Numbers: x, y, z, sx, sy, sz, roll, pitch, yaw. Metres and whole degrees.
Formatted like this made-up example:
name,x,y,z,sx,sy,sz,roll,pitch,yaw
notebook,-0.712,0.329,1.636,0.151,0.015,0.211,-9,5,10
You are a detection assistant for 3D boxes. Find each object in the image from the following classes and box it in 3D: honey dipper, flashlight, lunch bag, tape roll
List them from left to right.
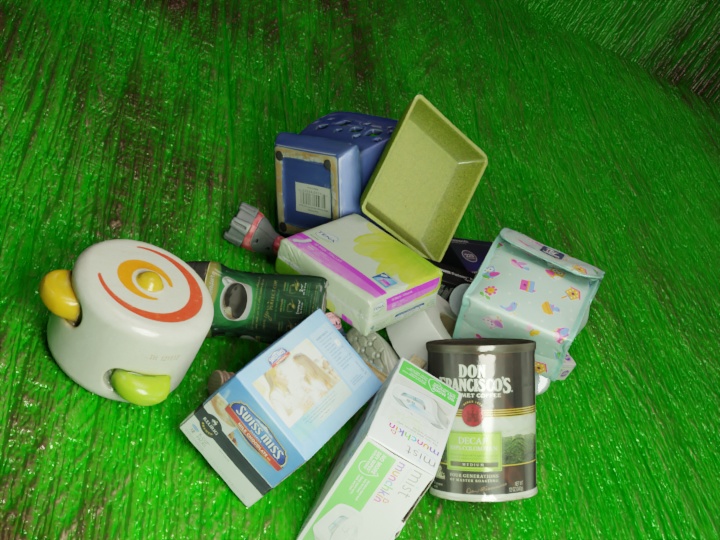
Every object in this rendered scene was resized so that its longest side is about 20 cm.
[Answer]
name,x,y,z,sx,sy,sz,roll,pitch,yaw
honey dipper,-0.107,0.162,1.546,0.199,0.038,0.038,11,37,-35
flashlight,-0.110,-0.031,1.788,0.199,0.068,0.068,28,30,-6
tape roll,0.128,0.123,1.720,0.202,0.071,0.203,43,15,-15
lunch bag,0.248,0.032,1.666,0.170,0.122,0.200,24,51,13

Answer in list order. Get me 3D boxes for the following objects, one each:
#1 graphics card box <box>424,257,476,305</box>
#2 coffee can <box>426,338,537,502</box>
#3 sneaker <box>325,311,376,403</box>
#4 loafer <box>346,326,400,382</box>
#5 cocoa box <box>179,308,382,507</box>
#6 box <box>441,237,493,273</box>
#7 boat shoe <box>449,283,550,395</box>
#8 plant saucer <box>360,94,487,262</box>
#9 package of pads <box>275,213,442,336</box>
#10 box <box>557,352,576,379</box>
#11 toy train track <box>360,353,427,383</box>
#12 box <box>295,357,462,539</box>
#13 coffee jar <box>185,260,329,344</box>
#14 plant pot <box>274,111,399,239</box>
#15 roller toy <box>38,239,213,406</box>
name,x,y,z,sx,sy,sz,roll,pitch,yaw
graphics card box,0.126,0.053,1.828,0.199,0.126,0.051,17,35,-24
coffee can,0.162,0.194,1.544,0.146,0.201,0.146,-1,0,0
sneaker,-0.040,0.106,1.604,0.200,0.082,0.070,36,23,34
loafer,0.044,0.159,1.670,0.200,0.070,0.070,54,11,32
cocoa box,-0.093,0.163,1.424,0.134,0.131,0.200,50,36,1
box,0.231,0.021,2.020,0.199,0.079,0.141,5,38,-38
boat shoe,0.212,0.108,1.748,0.202,0.075,0.086,46,4,19
plant saucer,0.088,-0.137,1.784,0.048,0.201,0.200,16,-14,46
package of pads,0.000,0.000,1.649,0.154,0.068,0.200,-22,44,-39
box,0.268,0.152,1.900,0.199,0.042,0.039,5,41,-40
toy train track,0.016,0.146,1.626,0.200,0.115,0.033,31,-3,34
box,0.024,0.240,1.396,0.096,0.200,0.177,31,31,0
coffee jar,-0.146,0.047,1.557,0.199,0.105,0.085,9,-8,0
plant pot,-0.023,-0.134,1.843,0.199,0.201,0.179,15,23,40
roller toy,-0.283,0.055,1.435,0.200,0.140,0.182,35,30,5
